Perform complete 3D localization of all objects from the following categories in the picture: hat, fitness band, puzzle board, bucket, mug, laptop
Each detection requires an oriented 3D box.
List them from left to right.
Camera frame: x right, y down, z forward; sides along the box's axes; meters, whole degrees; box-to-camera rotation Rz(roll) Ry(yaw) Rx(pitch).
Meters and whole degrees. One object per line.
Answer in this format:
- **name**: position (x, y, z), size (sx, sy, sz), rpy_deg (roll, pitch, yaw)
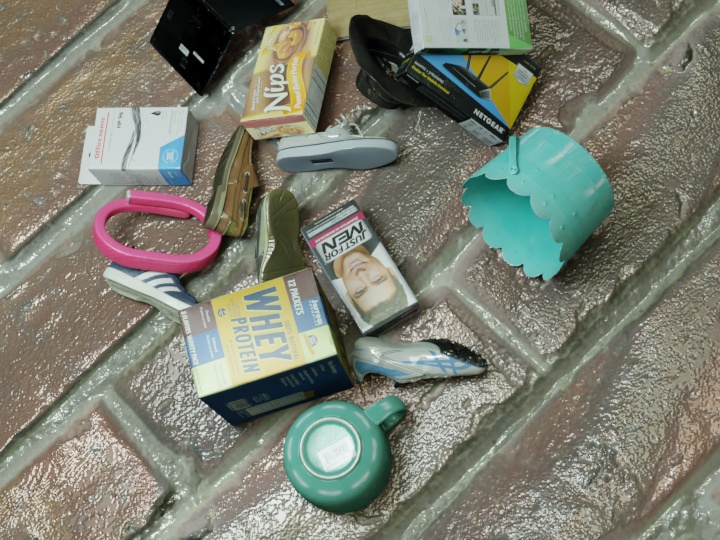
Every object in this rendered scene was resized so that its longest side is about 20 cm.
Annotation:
- **fitness band**: position (-0.319, -0.061, 1.691), size (0.200, 0.037, 0.144), rpy_deg (7, 47, -15)
- **laptop**: position (-0.241, -0.422, 1.836), size (0.177, 0.103, 0.200), rpy_deg (46, 117, 31)
- **mug**: position (-0.030, 0.250, 1.540), size (0.152, 0.114, 0.185), rpy_deg (13, 73, 13)
- **puzzle board**: position (0.040, -0.474, 1.843), size (0.200, 0.017, 0.151), rpy_deg (-8, 68, 5)
- **hat**: position (0.040, -0.319, 1.745), size (0.081, 0.201, 0.201), rpy_deg (-47, 63, 38)
- **bucket**: position (0.262, -0.103, 1.583), size (0.135, 0.207, 0.207), rpy_deg (-42, 70, -18)

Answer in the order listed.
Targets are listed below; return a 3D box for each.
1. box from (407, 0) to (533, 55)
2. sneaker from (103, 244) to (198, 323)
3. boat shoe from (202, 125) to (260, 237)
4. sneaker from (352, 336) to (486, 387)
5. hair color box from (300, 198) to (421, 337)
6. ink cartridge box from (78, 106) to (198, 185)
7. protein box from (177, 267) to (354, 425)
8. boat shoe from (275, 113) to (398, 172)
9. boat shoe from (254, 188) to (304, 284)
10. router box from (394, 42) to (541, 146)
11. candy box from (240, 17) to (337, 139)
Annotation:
- **box**: position (0.167, -0.406, 1.654), size (0.200, 0.036, 0.144), rpy_deg (-5, 86, -24)
- **sneaker**: position (-0.303, 0.020, 1.688), size (0.200, 0.075, 0.085), rpy_deg (26, 67, 11)
- **boat shoe**: position (-0.200, -0.141, 1.738), size (0.068, 0.072, 0.200), rpy_deg (21, 62, -18)
- **sneaker**: position (0.087, 0.140, 1.596), size (0.200, 0.072, 0.073), rpy_deg (4, 105, 3)
- **hair color box**: position (0.000, 0.000, 1.655), size (0.099, 0.061, 0.200), rpy_deg (-30, 70, -3)
- **ink cartridge box**: position (-0.379, -0.206, 1.780), size (0.200, 0.068, 0.116), rpy_deg (0, 70, 9)
- **protein box**: position (-0.131, 0.116, 1.558), size (0.200, 0.199, 0.135), rpy_deg (-18, 69, 1)
- **boat shoe**: position (-0.036, -0.212, 1.736), size (0.202, 0.075, 0.086), rpy_deg (-4, 66, 17)
- **boat shoe**: position (-0.131, -0.026, 1.683), size (0.072, 0.066, 0.201), rpy_deg (0, 89, -22)
- **router box**: position (0.171, -0.314, 1.694), size (0.200, 0.051, 0.149), rpy_deg (32, 75, -18)
- **candy box**: position (-0.116, -0.315, 1.758), size (0.115, 0.055, 0.200), rpy_deg (-3, 60, 26)
